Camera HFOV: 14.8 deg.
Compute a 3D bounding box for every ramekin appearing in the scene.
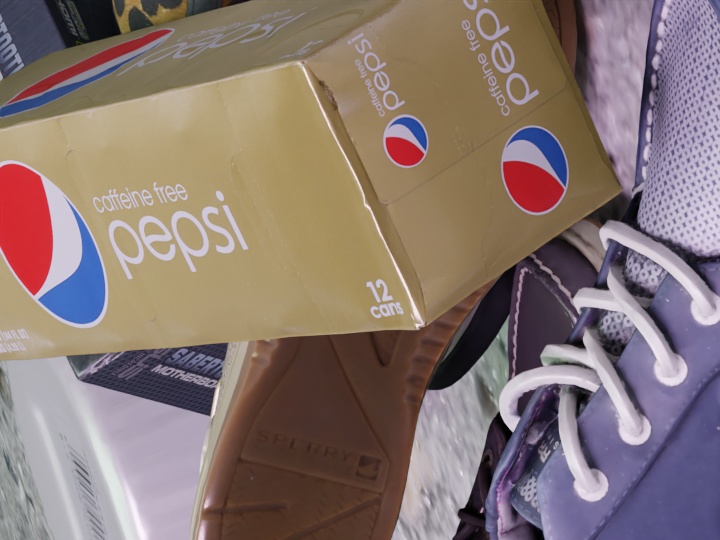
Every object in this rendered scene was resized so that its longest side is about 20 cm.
[{"bbox_3d":[-0.074,0.082,1.149,0.200,0.097,0.201,161,90,-74],"label":"ramekin"}]

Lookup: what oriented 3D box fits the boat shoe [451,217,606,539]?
[{"bbox_3d":[0.059,0.079,0.782,0.072,0.065,0.201,-129,26,-48],"label":"boat shoe"}]

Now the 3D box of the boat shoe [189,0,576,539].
[{"bbox_3d":[0.000,0.000,0.757,0.065,0.072,0.201,-138,67,-77],"label":"boat shoe"}]

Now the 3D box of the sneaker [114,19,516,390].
[{"bbox_3d":[-0.025,-0.034,0.855,0.072,0.083,0.200,-60,39,19],"label":"sneaker"}]

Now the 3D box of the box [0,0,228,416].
[{"bbox_3d":[-0.070,-0.043,0.939,0.158,0.051,0.201,22,-143,-57],"label":"box"}]

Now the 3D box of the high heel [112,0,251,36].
[{"bbox_3d":[-0.035,-0.144,0.770,0.143,0.071,0.201,127,148,-77],"label":"high heel"}]

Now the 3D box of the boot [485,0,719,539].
[{"bbox_3d":[0.072,0.019,0.630,0.073,0.090,0.201,-140,35,-60],"label":"boot"}]

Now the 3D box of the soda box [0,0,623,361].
[{"bbox_3d":[-0.034,-0.024,0.658,0.200,0.068,0.064,-7,112,54],"label":"soda box"}]
